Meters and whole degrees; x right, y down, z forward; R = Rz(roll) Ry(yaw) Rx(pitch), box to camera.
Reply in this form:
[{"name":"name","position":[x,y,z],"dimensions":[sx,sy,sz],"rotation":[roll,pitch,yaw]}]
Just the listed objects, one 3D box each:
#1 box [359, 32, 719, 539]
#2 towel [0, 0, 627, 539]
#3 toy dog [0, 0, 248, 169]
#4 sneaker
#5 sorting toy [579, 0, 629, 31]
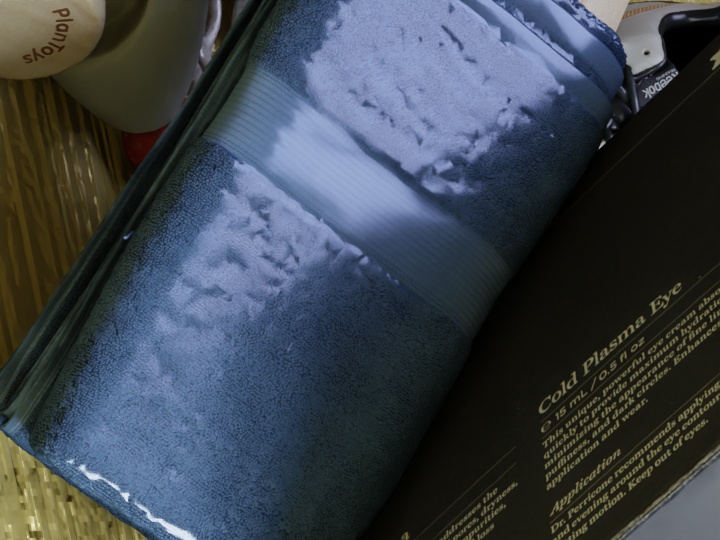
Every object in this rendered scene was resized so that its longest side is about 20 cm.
[{"name":"box","position":[0.083,0.061,0.823],"dimensions":[0.104,0.200,0.182],"rotation":[37,25,-21]},{"name":"towel","position":[-0.011,-0.009,0.831],"dimensions":[0.112,0.049,0.200],"rotation":[38,72,-23]},{"name":"toy dog","position":[-0.046,-0.074,0.894],"dimensions":[0.200,0.096,0.132],"rotation":[33,45,-61]},{"name":"sneaker","position":[0.079,-0.062,1.171],"dimensions":[0.200,0.080,0.074],"rotation":[-36,107,-40]},{"name":"sorting toy","position":[0.035,-0.156,1.044],"dimensions":[0.200,0.036,0.185],"rotation":[33,72,-28]}]
